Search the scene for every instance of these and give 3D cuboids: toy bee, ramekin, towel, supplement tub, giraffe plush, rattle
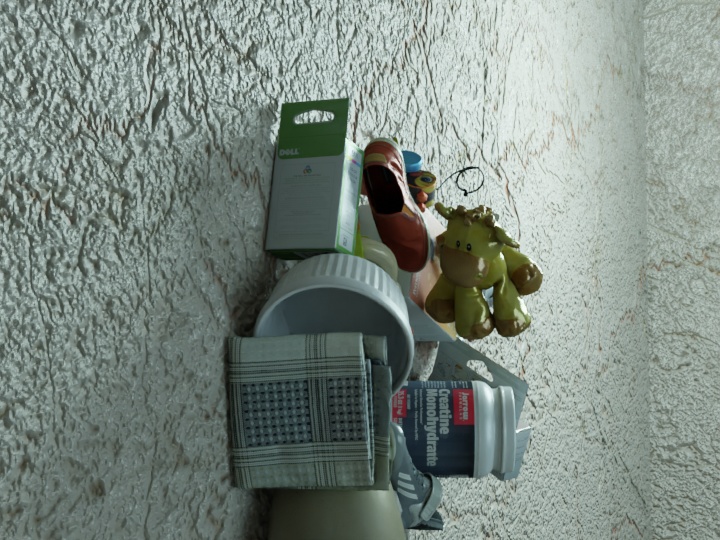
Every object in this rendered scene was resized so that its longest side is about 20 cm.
[{"bbox_3d":[0.065,-0.125,1.652,0.109,0.199,0.132,-76,151,-60],"label":"toy bee"},{"bbox_3d":[-0.031,0.074,1.481,0.105,0.199,0.201,-82,158,-59],"label":"ramekin"},{"bbox_3d":[-0.060,0.171,1.416,0.035,0.199,0.194,-24,112,-84],"label":"towel"},{"bbox_3d":[0.122,0.233,1.733,0.140,0.198,0.141,0,90,-88],"label":"supplement tub"},{"bbox_3d":[0.164,-0.018,1.640,0.162,0.171,0.201,59,31,-67],"label":"giraffe plush"},{"bbox_3d":[0.000,0.000,1.658,0.200,0.130,0.143,41,10,-40],"label":"rattle"}]

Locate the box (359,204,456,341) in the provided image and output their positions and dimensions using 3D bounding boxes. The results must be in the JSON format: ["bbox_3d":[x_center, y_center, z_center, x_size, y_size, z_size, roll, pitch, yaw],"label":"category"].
[{"bbox_3d":[0.073,0.006,1.791,0.200,0.106,0.153,41,54,-58],"label":"box"}]

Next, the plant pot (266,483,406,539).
[{"bbox_3d":[-0.036,0.284,1.513,0.187,0.186,0.201,39,42,-58],"label":"plant pot"}]

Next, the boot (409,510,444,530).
[{"bbox_3d":[0.093,0.307,1.884,0.165,0.065,0.201,39,51,-60],"label":"boot"}]

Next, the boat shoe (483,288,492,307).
[{"bbox_3d":[0.202,0.024,1.921,0.201,0.071,0.071,53,38,-83],"label":"boat shoe"}]

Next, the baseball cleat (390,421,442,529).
[{"bbox_3d":[0.064,0.282,1.643,0.070,0.106,0.201,-120,-153,-47],"label":"baseball cleat"}]

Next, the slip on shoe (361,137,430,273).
[{"bbox_3d":[0.043,-0.079,1.591,0.061,0.074,0.201,-63,143,-53],"label":"slip on shoe"}]

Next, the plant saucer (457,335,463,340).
[{"bbox_3d":[0.143,0.045,1.970,0.200,0.050,0.202,1,90,-78],"label":"plant saucer"}]

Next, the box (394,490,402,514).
[{"bbox_3d":[0.015,0.389,1.637,0.039,0.041,0.201,-109,-153,-52],"label":"box"}]

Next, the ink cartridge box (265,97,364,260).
[{"bbox_3d":[-0.056,-0.116,1.530,0.059,0.103,0.201,28,64,-61],"label":"ink cartridge box"}]

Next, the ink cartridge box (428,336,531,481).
[{"bbox_3d":[0.188,0.208,1.871,0.043,0.200,0.175,-6,118,-41],"label":"ink cartridge box"}]

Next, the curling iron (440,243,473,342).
[{"bbox_3d":[0.156,0.029,1.810,0.050,0.025,0.201,-55,138,-47],"label":"curling iron"}]
